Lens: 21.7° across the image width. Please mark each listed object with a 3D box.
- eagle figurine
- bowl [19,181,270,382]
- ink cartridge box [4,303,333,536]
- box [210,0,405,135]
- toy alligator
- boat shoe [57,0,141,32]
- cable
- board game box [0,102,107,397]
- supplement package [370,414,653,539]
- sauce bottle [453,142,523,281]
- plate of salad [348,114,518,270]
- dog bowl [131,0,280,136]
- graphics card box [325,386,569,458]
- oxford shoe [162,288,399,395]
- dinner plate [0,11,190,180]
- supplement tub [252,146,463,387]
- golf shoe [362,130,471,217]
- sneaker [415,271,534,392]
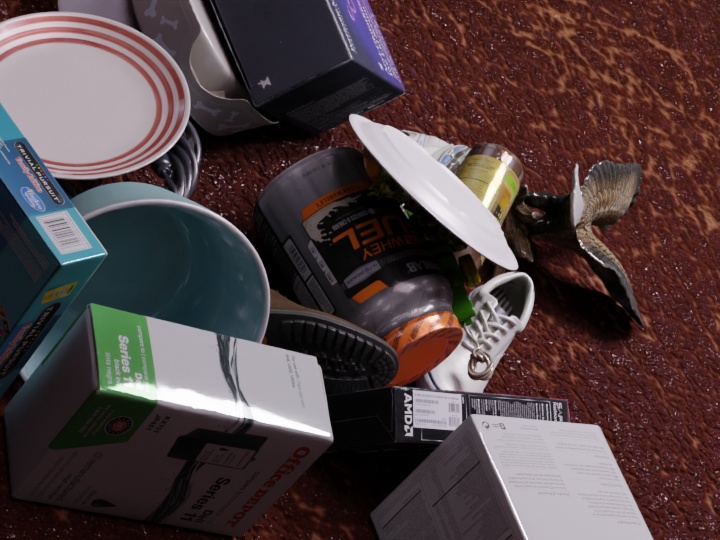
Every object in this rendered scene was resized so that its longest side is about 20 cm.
[{"bbox_3d":[0.228,-0.041,1.930,0.200,0.152,0.151,13,23,-26],"label":"eagle figurine"},{"bbox_3d":[-0.179,0.011,1.454,0.201,0.201,0.105,19,22,-28],"label":"bowl"},{"bbox_3d":[-0.141,0.115,1.391,0.200,0.147,0.083,14,44,-32],"label":"ink cartridge box"},{"bbox_3d":[-0.052,-0.224,1.779,0.148,0.104,0.200,67,13,8],"label":"box"},{"bbox_3d":[0.078,0.008,1.712,0.054,0.059,0.200,68,0,-55],"label":"toy alligator"},{"bbox_3d":[-0.219,-0.190,1.715,0.072,0.066,0.200,-25,66,-8],"label":"boat shoe"},{"bbox_3d":[-0.217,-0.098,1.595,0.200,0.051,0.163,42,52,22],"label":"cable"},{"bbox_3d":[-0.281,-0.003,1.339,0.047,0.200,0.151,-16,63,-50],"label":"board game box"},{"bbox_3d":[0.135,0.242,1.509,0.152,0.151,0.200,8,46,-39],"label":"supplement package"},{"bbox_3d":[0.096,-0.033,1.810,0.065,0.065,0.200,34,58,-10],"label":"sauce bottle"},{"bbox_3d":[0.059,-0.063,1.659,0.200,0.048,0.200,40,11,-10],"label":"plate of salad"},{"bbox_3d":[-0.146,-0.215,1.752,0.200,0.059,0.200,59,13,-23],"label":"dog bowl"},{"bbox_3d":[0.064,0.131,1.585,0.200,0.125,0.051,6,79,-38],"label":"graphics card box"},{"bbox_3d":[-0.062,0.047,1.573,0.200,0.073,0.084,17,28,-4],"label":"oxford shoe"},{"bbox_3d":[-0.243,-0.143,1.578,0.200,0.024,0.200,8,48,-9],"label":"dinner plate"},{"bbox_3d":[0.000,0.000,1.669,0.123,0.123,0.200,-8,58,-47],"label":"supplement tub"},{"bbox_3d":[0.033,-0.086,1.857,0.097,0.078,0.200,29,27,15],"label":"golf shoe"},{"bbox_3d":[0.108,0.059,1.751,0.073,0.071,0.200,38,36,-5],"label":"sneaker"}]
